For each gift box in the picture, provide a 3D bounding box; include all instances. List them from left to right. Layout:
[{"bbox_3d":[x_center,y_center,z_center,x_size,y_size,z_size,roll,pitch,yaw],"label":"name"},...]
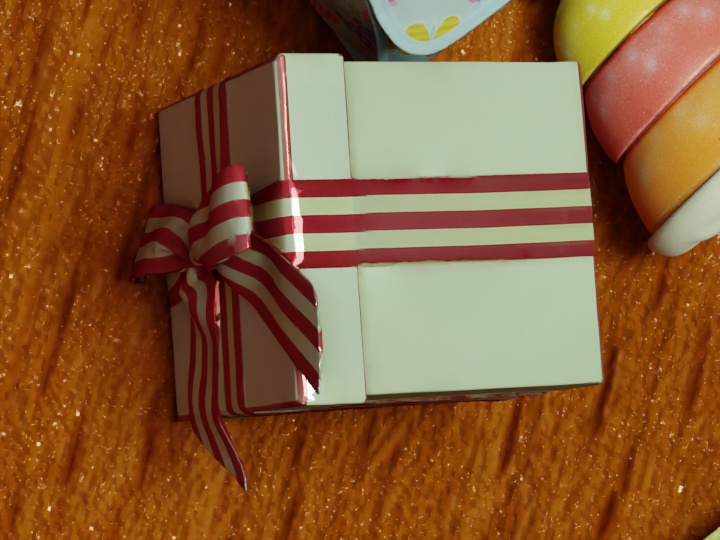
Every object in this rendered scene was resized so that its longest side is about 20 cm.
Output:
[{"bbox_3d":[0.000,0.000,1.246,0.187,0.185,0.200,-1,80,-24],"label":"gift box"}]

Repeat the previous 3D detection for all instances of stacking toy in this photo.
[{"bbox_3d":[0.154,-0.121,1.364,0.146,0.146,0.200,-39,84,-20],"label":"stacking toy"}]

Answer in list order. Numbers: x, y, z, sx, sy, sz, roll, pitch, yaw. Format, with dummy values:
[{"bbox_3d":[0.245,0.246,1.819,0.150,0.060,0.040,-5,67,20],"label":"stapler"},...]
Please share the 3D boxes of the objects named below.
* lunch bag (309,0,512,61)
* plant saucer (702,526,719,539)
[{"bbox_3d":[0.047,-0.186,1.245,0.170,0.200,0.127,-36,81,-7],"label":"lunch bag"},{"bbox_3d":[0.218,0.231,1.386,0.200,0.048,0.200,-33,98,-22],"label":"plant saucer"}]
